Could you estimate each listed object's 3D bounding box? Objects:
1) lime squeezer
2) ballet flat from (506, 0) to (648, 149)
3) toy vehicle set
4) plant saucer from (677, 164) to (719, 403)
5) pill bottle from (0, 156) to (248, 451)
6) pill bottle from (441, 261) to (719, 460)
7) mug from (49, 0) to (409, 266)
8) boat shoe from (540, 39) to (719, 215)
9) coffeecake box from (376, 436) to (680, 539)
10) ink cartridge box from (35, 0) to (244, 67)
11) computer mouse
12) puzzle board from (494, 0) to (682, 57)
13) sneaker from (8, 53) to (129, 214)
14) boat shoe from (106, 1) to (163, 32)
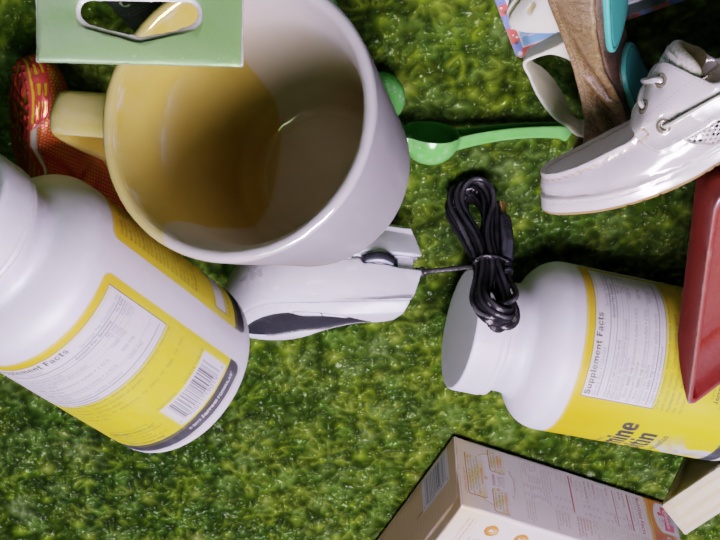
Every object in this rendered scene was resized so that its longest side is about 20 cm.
[{"bbox_3d":[0.034,-0.105,0.875,0.199,0.038,0.071,30,123,-23],"label":"lime squeezer"},{"bbox_3d":[0.124,-0.132,0.828,0.072,0.068,0.201,0,138,24],"label":"ballet flat"},{"bbox_3d":[0.301,0.096,1.002,0.027,0.124,0.200,49,119,2],"label":"toy vehicle set"},{"bbox_3d":[0.263,-0.037,0.872,0.199,0.037,0.200,-33,145,-18],"label":"plant saucer"},{"bbox_3d":[-0.161,0.017,0.829,0.112,0.113,0.200,-27,138,20],"label":"pill bottle"},{"bbox_3d":[0.160,0.056,0.967,0.198,0.112,0.112,11,129,-11],"label":"pill bottle"},{"bbox_3d":[-0.055,-0.079,0.809,0.150,0.186,0.153,-52,161,4],"label":"mug"},{"bbox_3d":[0.180,-0.093,0.786,0.199,0.071,0.070,-23,108,18],"label":"boat shoe"},{"bbox_3d":[0.128,0.229,1.139,0.199,0.073,0.154,19,127,-17],"label":"coffeecake box"},{"bbox_3d":[-0.103,-0.201,0.710,0.103,0.059,0.202,1,96,-3],"label":"ink cartridge box"},{"bbox_3d":[0.000,0.000,0.924,0.198,0.110,0.044,-10,148,13],"label":"computer mouse"},{"bbox_3d":[0.158,-0.208,0.805,0.199,0.017,0.151,-17,129,13],"label":"puzzle board"},{"bbox_3d":[-0.170,-0.055,0.902,0.077,0.073,0.201,-17,138,-9],"label":"sneaker"},{"bbox_3d":[-0.064,-0.193,0.783,0.066,0.070,0.200,35,129,-29],"label":"boat shoe"}]
